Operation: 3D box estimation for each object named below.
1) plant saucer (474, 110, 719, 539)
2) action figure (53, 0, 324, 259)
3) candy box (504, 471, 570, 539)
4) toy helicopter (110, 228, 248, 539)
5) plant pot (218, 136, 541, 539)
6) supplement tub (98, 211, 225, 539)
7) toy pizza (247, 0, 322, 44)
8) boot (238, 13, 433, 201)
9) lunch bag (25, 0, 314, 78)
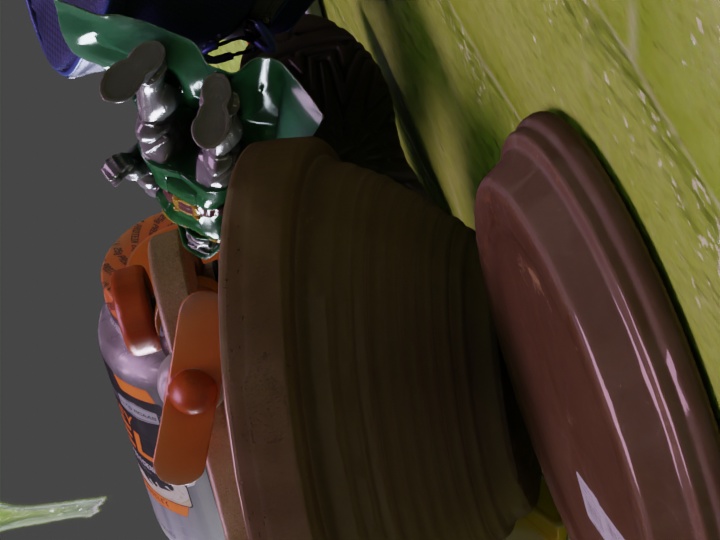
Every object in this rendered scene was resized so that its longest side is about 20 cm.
[{"bbox_3d":[0.080,0.046,0.871,0.200,0.029,0.201,161,90,-83],"label":"plant saucer"},{"bbox_3d":[-0.069,-0.045,1.127,0.118,0.055,0.200,28,166,10],"label":"action figure"},{"bbox_3d":[0.043,0.115,1.113,0.200,0.026,0.103,31,126,59],"label":"candy box"},{"bbox_3d":[-0.071,0.077,1.337,0.132,0.079,0.201,36,-141,-88],"label":"toy helicopter"},{"bbox_3d":[0.015,0.045,1.002,0.201,0.092,0.202,-8,-90,-79],"label":"plant pot"},{"bbox_3d":[-0.084,0.067,1.575,0.123,0.122,0.200,-117,10,-51],"label":"supplement tub"},{"bbox_3d":[-0.059,-0.172,1.407,0.200,0.032,0.201,161,90,-84],"label":"toy pizza"},{"bbox_3d":[0.000,0.000,1.246,0.200,0.066,0.176,82,166,-63],"label":"boot"},{"bbox_3d":[-0.080,-0.181,1.129,0.201,0.132,0.136,70,157,8],"label":"lunch bag"}]
